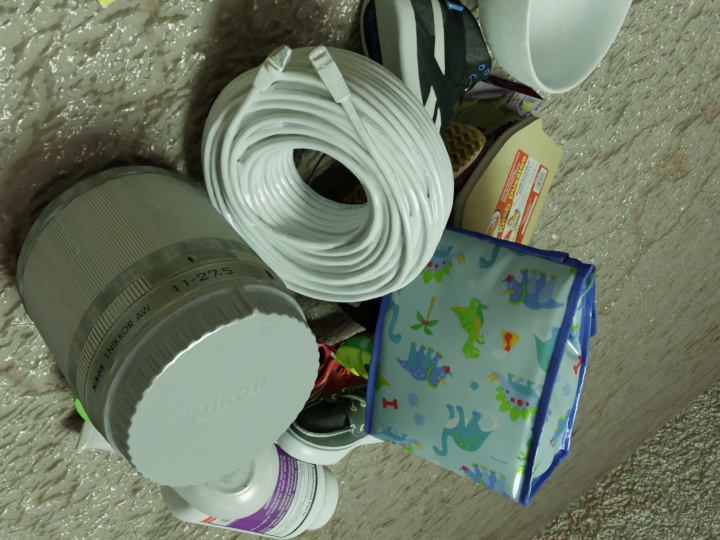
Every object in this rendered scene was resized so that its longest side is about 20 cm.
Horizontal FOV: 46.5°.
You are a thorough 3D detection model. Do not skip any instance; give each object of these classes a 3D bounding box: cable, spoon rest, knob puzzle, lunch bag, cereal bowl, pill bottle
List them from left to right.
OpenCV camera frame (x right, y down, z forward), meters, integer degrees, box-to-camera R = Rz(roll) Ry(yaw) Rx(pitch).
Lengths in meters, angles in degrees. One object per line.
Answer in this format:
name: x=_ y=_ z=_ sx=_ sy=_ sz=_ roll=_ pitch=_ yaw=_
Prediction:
spoon rest: x=-0.176 y=0.181 z=0.828 sx=0.061 sy=0.198 sz=0.100 roll=153 pitch=-45 yaw=-69
pill bottle: x=-0.118 y=0.239 z=0.946 sx=0.113 sy=0.113 sz=0.199 roll=-49 pitch=135 yaw=12
cable: x=-0.028 y=-0.069 z=0.639 sx=0.199 sy=0.200 sz=0.069 roll=-26 pitch=-157 yaw=41
lunch bag: x=0.105 y=0.066 z=0.724 sx=0.127 sy=0.169 sz=0.202 roll=-29 pitch=129 yaw=-53
knob puzzle: x=0.129 y=-0.058 z=0.822 sx=0.219 sy=0.030 sz=0.221 roll=-40 pitch=143 yaw=-40
cereal bowl: x=0.158 y=-0.254 z=0.690 sx=0.200 sy=0.083 sz=0.201 roll=-37 pitch=141 yaw=-37

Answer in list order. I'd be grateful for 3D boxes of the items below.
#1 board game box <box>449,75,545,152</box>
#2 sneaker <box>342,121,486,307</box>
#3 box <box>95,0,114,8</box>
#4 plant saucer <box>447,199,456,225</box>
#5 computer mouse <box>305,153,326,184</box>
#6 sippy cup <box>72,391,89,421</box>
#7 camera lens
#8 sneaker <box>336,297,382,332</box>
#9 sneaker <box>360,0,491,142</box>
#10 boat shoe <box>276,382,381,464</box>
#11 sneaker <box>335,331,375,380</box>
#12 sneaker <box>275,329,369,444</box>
board game box: x=0.096 y=-0.141 z=0.841 sx=0.199 sy=0.032 sz=0.120 roll=-1 pitch=135 yaw=-48
sneaker: x=0.041 y=-0.053 z=0.780 sx=0.200 sy=0.075 sz=0.090 roll=-41 pitch=146 yaw=-6
box: x=-0.085 y=-0.233 z=0.474 sx=0.199 sy=0.075 sz=0.050 roll=-36 pitch=149 yaw=-12
plant saucer: x=0.113 y=-0.048 z=0.930 sx=0.199 sy=0.038 sz=0.201 roll=-25 pitch=154 yaw=-13
computer mouse: x=-0.044 y=-0.075 z=0.734 sx=0.058 sy=0.034 sz=0.201 roll=27 pitch=112 yaw=-15
sippy cup: x=-0.155 y=0.093 z=0.756 sx=0.131 sy=0.176 sz=0.141 roll=87 pitch=23 yaw=-65
camera lens: x=-0.142 y=0.032 z=0.604 sx=0.159 sy=0.200 sz=0.161 roll=-26 pitch=139 yaw=-25
sneaker: x=0.000 y=0.000 z=0.863 sx=0.091 sy=0.076 sz=0.200 roll=-47 pitch=150 yaw=2
sneaker: x=0.065 y=-0.133 z=0.698 sx=0.111 sy=0.073 sz=0.202 roll=-14 pitch=109 yaw=-35
boat shoe: x=-0.011 y=0.144 z=0.847 sx=0.199 sy=0.068 sz=0.057 roll=0 pitch=122 yaw=-56
sneaker: x=0.036 y=0.073 z=0.863 sx=0.200 sy=0.074 sz=0.084 roll=8 pitch=103 yaw=-67
sneaker: x=-0.016 y=0.104 z=0.901 sx=0.200 sy=0.078 sz=0.116 roll=-38 pitch=160 yaw=-32
